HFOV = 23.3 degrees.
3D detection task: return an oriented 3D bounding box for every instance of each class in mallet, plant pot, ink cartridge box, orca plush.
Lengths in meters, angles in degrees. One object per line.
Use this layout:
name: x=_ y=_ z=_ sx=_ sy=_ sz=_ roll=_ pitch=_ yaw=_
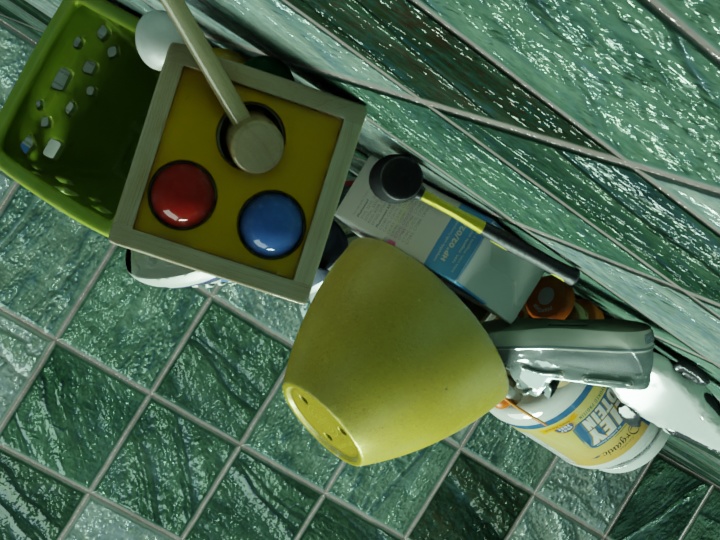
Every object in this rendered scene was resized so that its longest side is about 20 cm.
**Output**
mallet: x=0.094 y=-0.041 z=1.479 sx=0.199 sy=0.041 sz=0.066 roll=29 pitch=178 yaw=-16
plant pot: x=0.014 y=0.092 z=1.573 sx=0.200 sy=0.142 sz=0.200 roll=39 pitch=159 yaw=18
ink cartridge box: x=0.059 y=-0.037 z=1.597 sx=0.200 sy=0.068 sz=0.115 roll=30 pitch=177 yaw=38
orca plush: x=0.323 y=0.114 z=1.717 sx=0.199 sy=0.071 sz=0.105 roll=22 pitch=134 yaw=-3
plant pot: x=-0.224 y=-0.140 z=1.757 sx=0.200 sy=0.200 sz=0.181 roll=31 pitch=-176 yaw=26

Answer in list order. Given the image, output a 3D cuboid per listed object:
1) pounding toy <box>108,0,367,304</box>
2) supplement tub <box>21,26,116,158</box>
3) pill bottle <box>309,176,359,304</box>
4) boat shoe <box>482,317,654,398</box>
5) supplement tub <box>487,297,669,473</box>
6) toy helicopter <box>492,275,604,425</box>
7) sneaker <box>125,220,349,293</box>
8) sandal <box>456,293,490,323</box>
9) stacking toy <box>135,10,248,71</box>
pounding toy: x=-0.100 y=-0.097 z=1.317 sx=0.183 sy=0.201 sz=0.142 roll=18 pitch=180 yaw=-7
supplement tub: x=-0.302 y=-0.175 z=1.939 sx=0.132 sy=0.200 sz=0.132 roll=32 pitch=179 yaw=1
pill bottle: x=0.000 y=0.000 z=1.798 sx=0.119 sy=0.120 sz=0.200 roll=33 pitch=-159 yaw=-26
boat shoe: x=0.170 y=0.083 z=1.594 sx=0.200 sy=0.072 sz=0.070 roll=0 pitch=-171 yaw=23
supplement tub: x=0.223 y=0.119 z=1.798 sx=0.200 sy=0.145 sz=0.144 roll=33 pitch=178 yaw=-43
toy helicopter: x=0.133 y=0.078 z=1.694 sx=0.199 sy=0.133 sz=0.079 roll=1 pitch=159 yaw=38
sneaker: x=-0.107 y=-0.006 z=1.673 sx=0.199 sy=0.081 sz=0.146 roll=-17 pitch=148 yaw=21
sandal: x=0.078 y=0.011 z=1.691 sx=0.212 sy=0.077 sz=0.070 roll=-122 pitch=15 yaw=-48
stacking toy: x=-0.118 y=-0.139 z=1.481 sx=0.200 sy=0.146 sz=0.146 roll=50 pitch=176 yaw=-7
